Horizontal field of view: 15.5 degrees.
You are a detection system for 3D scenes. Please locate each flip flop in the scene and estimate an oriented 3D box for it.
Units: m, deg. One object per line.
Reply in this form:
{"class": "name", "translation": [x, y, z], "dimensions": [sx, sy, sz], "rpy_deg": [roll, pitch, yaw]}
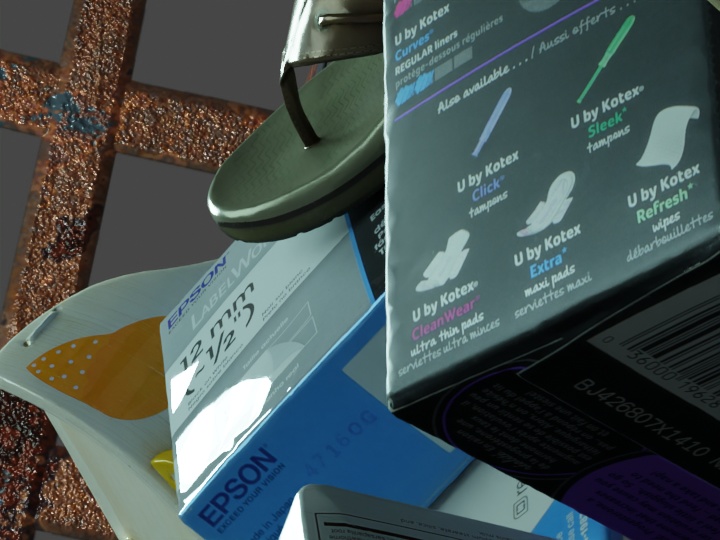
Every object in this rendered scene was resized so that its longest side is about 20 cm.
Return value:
{"class": "flip flop", "translation": [0.016, -0.089, 0.813], "dimensions": [0.200, 0.057, 0.081], "rpy_deg": [-45, 22, 26]}

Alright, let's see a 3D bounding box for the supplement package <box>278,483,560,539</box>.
{"class": "supplement package", "translation": [0.031, 0.195, 0.625], "dimensions": [0.200, 0.146, 0.192], "rpy_deg": [-104, 30, -61]}

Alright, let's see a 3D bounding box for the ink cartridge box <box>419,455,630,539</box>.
{"class": "ink cartridge box", "translation": [0.034, 0.131, 0.810], "dimensions": [0.200, 0.084, 0.146], "rpy_deg": [-43, 25, 27]}

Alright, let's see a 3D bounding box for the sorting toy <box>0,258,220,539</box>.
{"class": "sorting toy", "translation": [-0.019, 0.066, 1.049], "dimensions": [0.180, 0.107, 0.201], "rpy_deg": [-46, -55, -31]}

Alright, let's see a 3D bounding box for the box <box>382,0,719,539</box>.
{"class": "box", "translation": [0.081, -0.047, 0.668], "dimensions": [0.106, 0.122, 0.201], "rpy_deg": [-28, 48, 35]}

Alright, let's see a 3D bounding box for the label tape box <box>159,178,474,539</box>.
{"class": "label tape box", "translation": [0.000, 0.000, 0.876], "dimensions": [0.143, 0.066, 0.200], "rpy_deg": [-48, 24, 15]}

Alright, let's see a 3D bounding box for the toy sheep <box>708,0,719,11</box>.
{"class": "toy sheep", "translation": [0.124, -0.061, 0.484], "dimensions": [0.200, 0.137, 0.139], "rpy_deg": [149, 134, -68]}
